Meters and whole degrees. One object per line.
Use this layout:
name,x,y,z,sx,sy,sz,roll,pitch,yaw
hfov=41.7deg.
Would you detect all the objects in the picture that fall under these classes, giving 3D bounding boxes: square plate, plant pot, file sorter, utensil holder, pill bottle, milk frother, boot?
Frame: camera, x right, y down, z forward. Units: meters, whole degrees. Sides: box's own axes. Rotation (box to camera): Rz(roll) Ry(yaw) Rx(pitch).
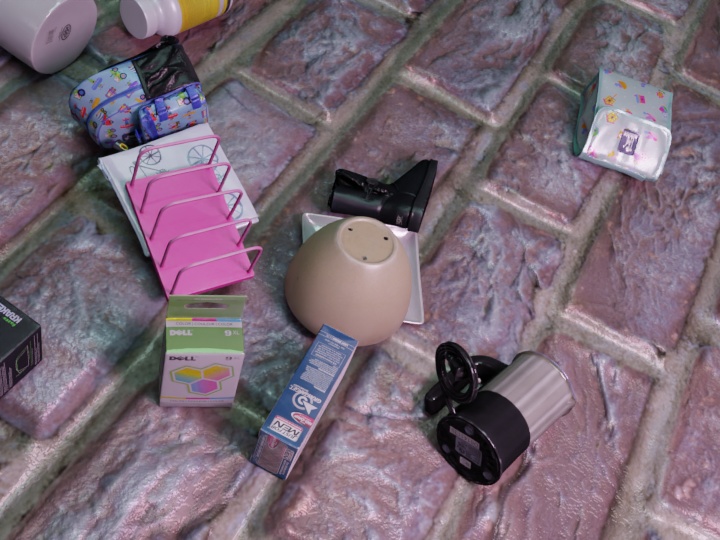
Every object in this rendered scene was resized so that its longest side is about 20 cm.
square plate,0.000,0.000,1.540,0.200,0.028,0.198,7,52,-12
plant pot,-0.006,-0.005,1.437,0.200,0.134,0.200,9,51,-11
file sorter,-0.244,-0.082,1.398,0.139,0.125,0.200,-17,75,-25
utensil holder,-0.579,-0.457,1.620,0.200,0.170,0.170,36,51,8
pill bottle,-0.344,-0.503,1.763,0.112,0.112,0.200,42,53,16
milk frother,0.200,0.168,1.365,0.180,0.200,0.188,41,52,20
boot,0.039,-0.149,1.634,0.168,0.076,0.200,16,39,5

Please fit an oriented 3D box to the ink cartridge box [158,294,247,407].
ink cartridge box,-0.214,0.112,1.273,0.104,0.200,0.059,2,53,-15

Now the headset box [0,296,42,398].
headset box,-0.552,0.112,1.236,0.174,0.093,0.200,33,52,10

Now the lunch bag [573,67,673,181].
lunch bag,0.516,-0.277,1.860,0.170,0.122,0.200,18,58,-6

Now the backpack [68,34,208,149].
backpack,-0.362,-0.266,1.539,0.200,0.183,0.135,-25,81,-16

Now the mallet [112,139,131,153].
mallet,-0.306,-0.147,1.518,0.200,0.041,0.066,44,53,-3

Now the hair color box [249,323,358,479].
hair color box,-0.078,0.182,1.328,0.061,0.100,0.200,27,50,4

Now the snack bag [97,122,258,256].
snack bag,-0.285,-0.124,1.485,0.200,0.021,0.189,-24,79,-26
